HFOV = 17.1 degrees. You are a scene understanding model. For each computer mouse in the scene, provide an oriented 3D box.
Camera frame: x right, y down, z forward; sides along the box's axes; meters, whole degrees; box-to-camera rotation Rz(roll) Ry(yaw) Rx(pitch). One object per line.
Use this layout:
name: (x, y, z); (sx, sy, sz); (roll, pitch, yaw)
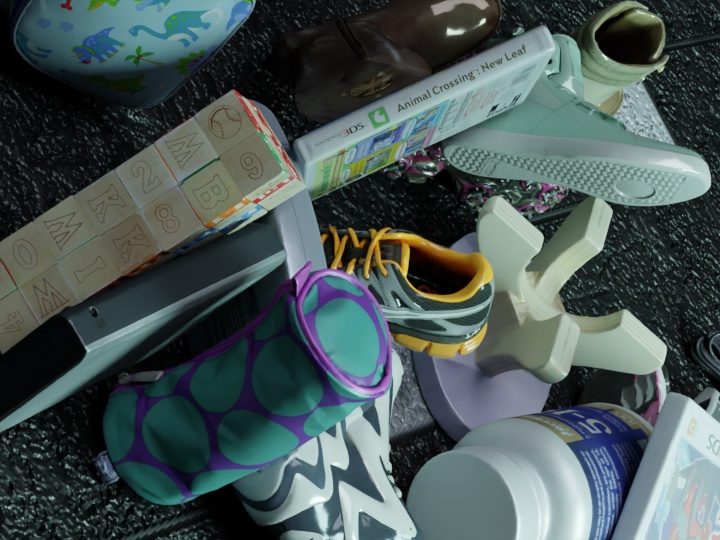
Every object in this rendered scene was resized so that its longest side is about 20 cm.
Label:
computer mouse: (0.282, 0.133, 1.927); (0.110, 0.044, 0.200); (56, 31, -8)

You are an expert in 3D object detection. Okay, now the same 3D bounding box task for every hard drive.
hard drive: (-0.149, 0.037, 1.435); (0.033, 0.139, 0.200); (58, 37, 3)

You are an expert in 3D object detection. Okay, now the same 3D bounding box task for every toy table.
toy table: (0.123, 0.029, 1.763); (0.184, 0.117, 0.201); (32, 44, -28)

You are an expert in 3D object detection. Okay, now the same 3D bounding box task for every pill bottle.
pill bottle: (0.123, 0.158, 1.651); (0.200, 0.119, 0.120); (-4, 67, -55)

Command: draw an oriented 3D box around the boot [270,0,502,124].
boot: (0.032, -0.153, 1.693); (0.200, 0.186, 0.065); (-133, -156, -76)

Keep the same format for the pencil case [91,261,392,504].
pencil case: (-0.072, 0.072, 1.444); (0.093, 0.200, 0.085); (52, 37, -10)

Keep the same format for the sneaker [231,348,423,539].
sneaker: (-0.002, 0.143, 1.579); (0.130, 0.079, 0.199); (62, 24, -12)

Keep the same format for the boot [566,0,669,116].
boot: (0.193, -0.160, 1.945); (0.200, 0.154, 0.072); (-16, 76, -51)

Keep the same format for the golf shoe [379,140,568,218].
golf shoe: (0.084, -0.104, 1.853); (0.199, 0.073, 0.092); (21, 48, -37)

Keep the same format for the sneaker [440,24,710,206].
sneaker: (0.168, -0.120, 1.756); (0.074, 0.199, 0.119); (70, 35, -62)

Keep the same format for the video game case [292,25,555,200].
video game case: (0.037, -0.103, 1.628); (0.200, 0.181, 0.022); (113, -49, -84)

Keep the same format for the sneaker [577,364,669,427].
sneaker: (0.217, 0.161, 1.819); (0.086, 0.080, 0.201); (33, 49, -45)

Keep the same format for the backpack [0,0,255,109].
backpack: (-0.166, -0.214, 1.567); (0.199, 0.183, 0.147); (23, 47, -29)

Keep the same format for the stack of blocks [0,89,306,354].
stack of blocks: (-0.136, -0.026, 1.448); (0.059, 0.200, 0.115); (58, 3, 4)

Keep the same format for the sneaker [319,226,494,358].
sneaker: (0.000, 0.000, 1.646); (0.199, 0.077, 0.079); (10, 55, -12)

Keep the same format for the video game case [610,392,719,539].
video game case: (0.222, 0.205, 1.688); (0.182, 0.023, 0.201); (35, 74, -55)

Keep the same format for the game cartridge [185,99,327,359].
game cartridge: (-0.074, -0.001, 1.552); (0.041, 0.133, 0.201); (4, 61, -39)
